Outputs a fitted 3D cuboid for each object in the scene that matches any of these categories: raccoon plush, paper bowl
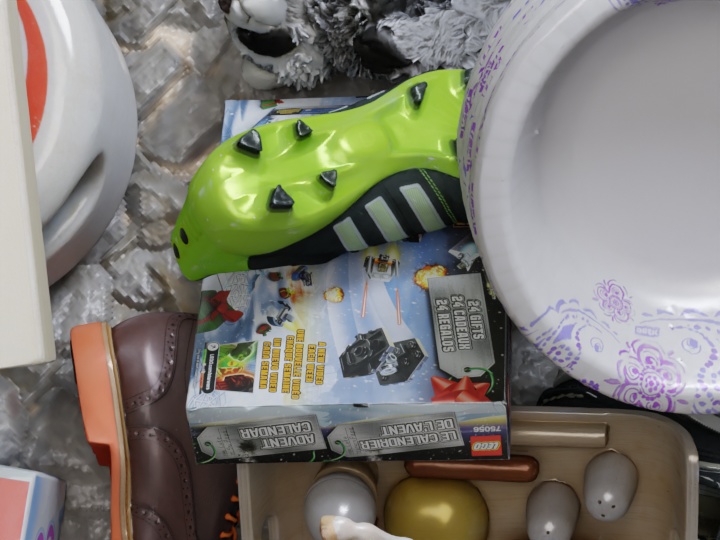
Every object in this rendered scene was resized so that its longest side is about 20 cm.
[{"bbox_3d":[0.030,-0.110,1.268,0.199,0.134,0.097,22,73,-26],"label":"raccoon plush"},{"bbox_3d":[0.139,-0.051,1.111,0.200,0.104,0.201,-2,113,-4],"label":"paper bowl"}]

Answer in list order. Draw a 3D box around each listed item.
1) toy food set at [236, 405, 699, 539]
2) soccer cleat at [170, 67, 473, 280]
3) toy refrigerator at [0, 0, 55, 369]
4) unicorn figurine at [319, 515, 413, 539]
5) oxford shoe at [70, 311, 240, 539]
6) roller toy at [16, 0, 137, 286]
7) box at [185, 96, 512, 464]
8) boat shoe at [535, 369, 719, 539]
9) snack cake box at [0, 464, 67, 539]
[{"bbox_3d":[0.048,0.135,1.187,0.199,0.060,0.144,2,117,10],"label":"toy food set"},{"bbox_3d":[0.007,-0.040,1.168,0.199,0.081,0.068,-12,69,-33],"label":"soccer cleat"},{"bbox_3d":[-0.174,-0.057,1.131,0.070,0.076,0.201,-6,90,-3],"label":"toy refrigerator"},{"bbox_3d":[0.003,0.162,1.146,0.199,0.137,0.074,-9,57,36],"label":"unicorn figurine"},{"bbox_3d":[-0.080,0.115,1.238,0.072,0.071,0.201,-13,82,-4],"label":"oxford shoe"},{"bbox_3d":[-0.200,-0.078,1.238,0.182,0.140,0.201,1,82,5],"label":"roller toy"},{"bbox_3d":[0.000,0.000,1.204,0.136,0.040,0.200,-1,44,6],"label":"box"},{"bbox_3d":[0.168,0.105,1.207,0.199,0.076,0.060,20,55,18],"label":"boat shoe"},{"bbox_3d":[-0.212,0.184,1.240,0.115,0.067,0.201,8,83,8],"label":"snack cake box"}]
